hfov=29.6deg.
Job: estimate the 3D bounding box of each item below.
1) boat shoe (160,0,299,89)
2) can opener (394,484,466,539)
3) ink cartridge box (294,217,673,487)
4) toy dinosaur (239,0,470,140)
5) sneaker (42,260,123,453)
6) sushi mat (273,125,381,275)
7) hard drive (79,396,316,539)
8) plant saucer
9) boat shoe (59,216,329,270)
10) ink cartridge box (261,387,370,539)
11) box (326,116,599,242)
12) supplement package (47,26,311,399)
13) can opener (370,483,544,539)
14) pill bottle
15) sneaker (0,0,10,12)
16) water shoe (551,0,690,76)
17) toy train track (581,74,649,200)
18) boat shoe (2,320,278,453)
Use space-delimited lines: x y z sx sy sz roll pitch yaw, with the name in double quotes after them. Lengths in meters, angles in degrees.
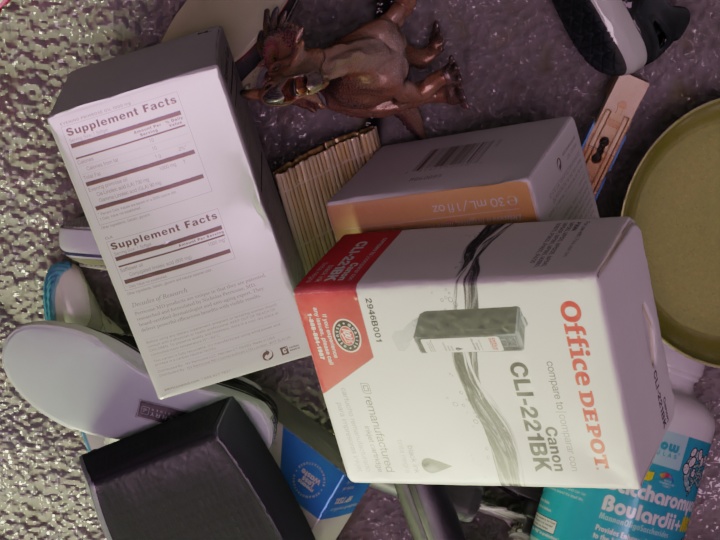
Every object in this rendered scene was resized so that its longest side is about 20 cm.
-0.106 -0.135 0.952 0.200 0.071 0.063 -49 145 11 "boat shoe"
0.071 0.224 1.033 0.078 0.063 0.200 -27 89 -29 "can opener"
0.078 0.052 0.845 0.199 0.084 0.145 -4 115 28 "ink cartridge box"
-0.006 -0.133 0.915 0.135 0.200 0.086 -20 75 5 "toy dinosaur"
-0.186 0.081 1.035 0.081 0.077 0.201 -20 112 -11 "sneaker"
0.000 0.000 1.001 0.096 0.012 0.201 -29 116 -29 "sushi mat"
-0.102 0.199 0.949 0.135 0.042 0.200 -21 107 10 "hard drive"
0.277 -0.029 0.990 0.199 0.031 0.201 -2 99 -11 "plant saucer"
-0.119 -0.007 0.994 0.199 0.072 0.062 2 104 -4 "boat shoe"
-0.092 0.203 1.038 0.116 0.067 0.200 34 98 21 "ink cartridge box"
0.089 0.013 0.946 0.152 0.106 0.201 -7 114 29 "box"
-0.111 -0.039 0.886 0.109 0.114 0.201 -17 112 2 "supplement package"
0.079 0.170 1.086 0.199 0.053 0.067 18 76 -9 "can opener"
0.199 0.150 1.023 0.110 0.111 0.201 16 88 -7 "pill bottle"
-0.301 -0.182 0.926 0.087 0.074 0.200 42 100 -15 "sneaker"
0.156 -0.233 0.923 0.079 0.071 0.200 -32 109 -18 "water shoe"
0.156 -0.054 1.001 0.114 0.033 0.200 21 109 -7 "toy train track"
-0.153 0.079 0.971 0.199 0.068 0.074 14 106 -1 "boat shoe"
